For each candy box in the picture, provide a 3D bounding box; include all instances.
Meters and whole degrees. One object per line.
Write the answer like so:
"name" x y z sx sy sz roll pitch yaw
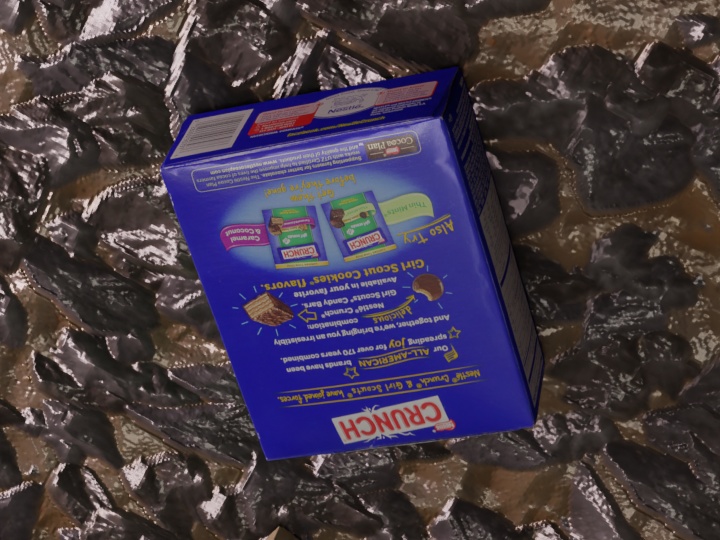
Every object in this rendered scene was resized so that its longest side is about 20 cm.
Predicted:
"candy box" 0.000 0.000 1.327 0.169 0.077 0.200 -9 116 18

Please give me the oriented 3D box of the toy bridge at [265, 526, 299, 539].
"toy bridge" -0.105 0.240 1.501 0.027 0.067 0.200 39 122 -9
